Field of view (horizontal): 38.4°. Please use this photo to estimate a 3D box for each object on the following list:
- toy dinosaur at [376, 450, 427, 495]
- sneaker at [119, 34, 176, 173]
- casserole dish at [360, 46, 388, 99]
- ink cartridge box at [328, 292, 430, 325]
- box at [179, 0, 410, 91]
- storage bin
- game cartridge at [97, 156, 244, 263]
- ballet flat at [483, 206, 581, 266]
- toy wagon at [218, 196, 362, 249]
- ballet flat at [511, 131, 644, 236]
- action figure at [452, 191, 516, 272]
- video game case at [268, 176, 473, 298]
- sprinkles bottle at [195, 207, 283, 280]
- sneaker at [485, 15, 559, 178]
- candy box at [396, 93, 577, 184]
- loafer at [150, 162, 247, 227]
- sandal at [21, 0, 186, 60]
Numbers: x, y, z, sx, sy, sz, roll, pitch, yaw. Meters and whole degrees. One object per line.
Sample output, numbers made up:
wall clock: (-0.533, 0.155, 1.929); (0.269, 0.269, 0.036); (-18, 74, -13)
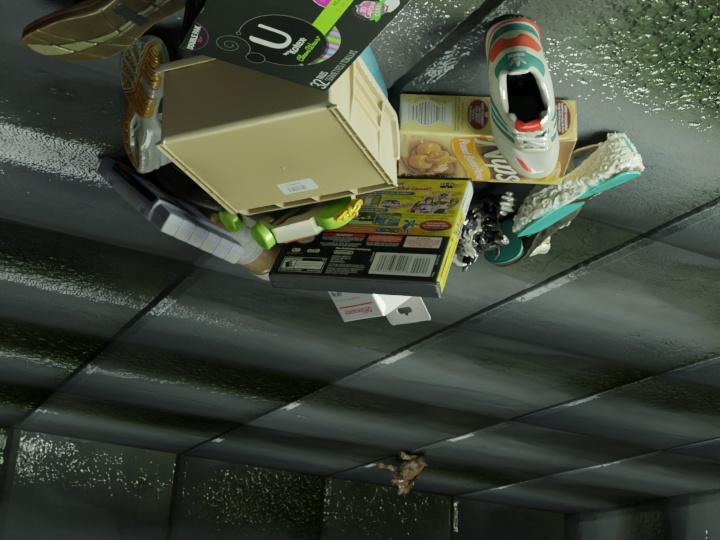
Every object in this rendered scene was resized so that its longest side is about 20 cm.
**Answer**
toy dinosaur: (0.144, 0.572, 2.979); (0.135, 0.086, 0.200); (8, 144, -40)
sneaker: (-0.216, -0.193, 1.153); (0.088, 0.076, 0.200); (-20, 158, -25)
casserole dish: (-0.039, -0.201, 1.129); (0.121, 0.039, 0.200); (-3, 156, 13)
ink cartridge box: (0.000, 0.000, 1.395); (0.068, 0.200, 0.116); (-33, -171, -27)
box: (-0.048, -0.263, 0.861); (0.148, 0.125, 0.200); (12, 158, -23)
storage bin: (-0.080, -0.146, 1.085); (0.200, 0.094, 0.199); (-9, 156, 18)
game cartridge: (-0.245, -0.081, 1.320); (0.130, 0.038, 0.200); (33, -177, -45)
ballet flat: (0.240, -0.053, 1.422); (0.068, 0.068, 0.200); (2, 160, -20)
toy wagon: (-0.068, -0.084, 1.210); (0.200, 0.155, 0.040); (27, 151, 45)
ballet flat: (0.261, -0.108, 1.270); (0.072, 0.072, 0.200); (19, 146, -34)
action figure: (0.140, -0.064, 1.341); (0.200, 0.119, 0.102); (30, -179, -35)
video game case: (0.016, -0.044, 1.191); (0.199, 0.181, 0.026); (3, 135, 20)
sprinkles bottle: (-0.176, -0.048, 1.481); (0.068, 0.068, 0.200); (-8, 157, 26)
sneaker: (0.167, -0.155, 1.064); (0.070, 0.094, 0.200); (-7, 135, 11)
candy box: (0.143, -0.151, 1.201); (0.199, 0.055, 0.115); (3, 159, 3)
loafer: (-0.176, -0.110, 1.353); (0.200, 0.071, 0.073); (22, -173, -16)
sandal: (-0.239, -0.261, 1.000); (0.200, 0.054, 0.080); (-24, 154, 22)
